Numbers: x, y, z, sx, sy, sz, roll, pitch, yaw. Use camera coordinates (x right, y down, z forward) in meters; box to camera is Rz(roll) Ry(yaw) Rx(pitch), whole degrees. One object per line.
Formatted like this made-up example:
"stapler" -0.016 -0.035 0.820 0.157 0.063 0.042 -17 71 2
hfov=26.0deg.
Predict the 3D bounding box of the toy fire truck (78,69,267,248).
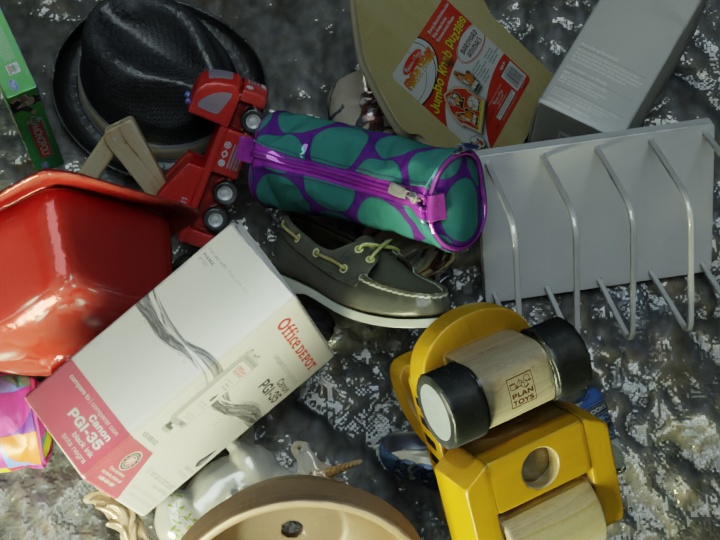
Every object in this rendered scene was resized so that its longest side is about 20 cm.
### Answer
"toy fire truck" -0.173 -0.085 1.317 0.140 0.049 0.201 19 104 -13

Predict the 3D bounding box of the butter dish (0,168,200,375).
"butter dish" -0.233 0.027 1.201 0.199 0.199 0.149 -27 70 25

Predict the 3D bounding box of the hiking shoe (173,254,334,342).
"hiking shoe" -0.122 0.030 1.294 0.199 0.076 0.101 -3 69 -1

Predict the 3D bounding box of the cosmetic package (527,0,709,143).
"cosmetic package" 0.230 -0.182 1.375 0.090 0.107 0.201 25 67 11

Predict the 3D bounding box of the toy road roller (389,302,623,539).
"toy road roller" 0.100 0.121 1.167 0.122 0.146 0.201 -22 109 -19

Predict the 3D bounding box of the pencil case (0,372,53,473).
"pencil case" -0.347 0.128 1.246 0.199 0.088 0.089 -5 66 -5

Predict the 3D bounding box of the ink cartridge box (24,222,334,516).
"ink cartridge box" -0.129 0.076 1.163 0.200 0.147 0.083 -40 68 -5

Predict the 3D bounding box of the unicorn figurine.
"unicorn figurine" -0.109 0.163 1.246 0.200 0.074 0.138 -38 72 1

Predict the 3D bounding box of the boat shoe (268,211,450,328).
"boat shoe" -0.002 0.000 1.251 0.201 0.072 0.061 19 106 46

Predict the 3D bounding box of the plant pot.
"plant pot" -0.049 0.222 1.174 0.200 0.202 0.093 -7 32 -4

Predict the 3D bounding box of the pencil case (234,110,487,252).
"pencil case" 0.003 -0.075 1.254 0.199 0.092 0.086 14 97 33

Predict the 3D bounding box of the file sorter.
"file sorter" 0.205 -0.023 1.262 0.199 0.139 0.125 -8 30 -5

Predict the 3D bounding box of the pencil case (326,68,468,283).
"pencil case" 0.028 -0.085 1.344 0.089 0.078 0.201 -16 67 4

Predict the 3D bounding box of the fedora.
"fedora" -0.181 -0.179 1.375 0.199 0.092 0.202 0 66 0

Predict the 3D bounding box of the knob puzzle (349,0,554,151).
"knob puzzle" 0.064 -0.176 1.355 0.219 0.030 0.221 17 57 -28

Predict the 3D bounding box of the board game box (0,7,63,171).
"board game box" -0.318 -0.200 1.362 0.029 0.135 0.201 -23 69 -11

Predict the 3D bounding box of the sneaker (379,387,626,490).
"sneaker" 0.111 0.130 1.254 0.199 0.077 0.086 0 71 -11
